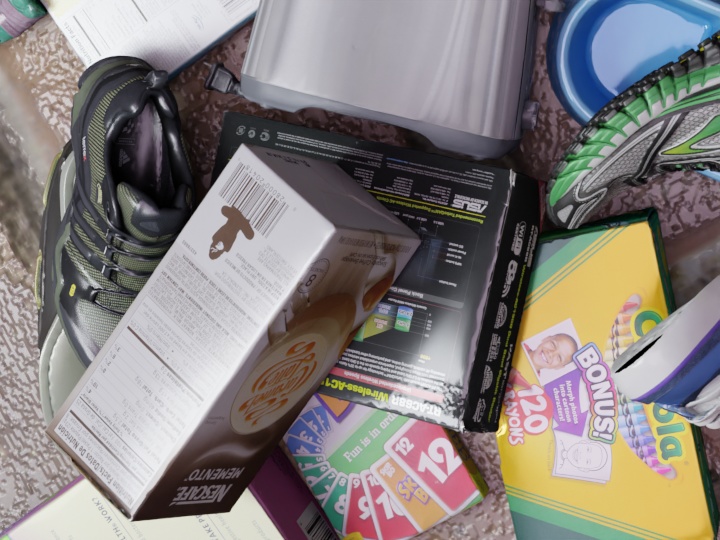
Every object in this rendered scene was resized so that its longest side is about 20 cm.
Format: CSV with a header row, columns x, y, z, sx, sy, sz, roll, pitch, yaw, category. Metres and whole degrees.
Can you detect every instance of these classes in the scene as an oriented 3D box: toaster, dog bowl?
x,y,z,sx,sy,sz,roll,pitch,yaw,category
0.016,-0.147,1.300,0.199,0.114,0.130,14,98,10,toaster
0.202,-0.109,1.301,0.199,0.050,0.112,23,103,5,dog bowl

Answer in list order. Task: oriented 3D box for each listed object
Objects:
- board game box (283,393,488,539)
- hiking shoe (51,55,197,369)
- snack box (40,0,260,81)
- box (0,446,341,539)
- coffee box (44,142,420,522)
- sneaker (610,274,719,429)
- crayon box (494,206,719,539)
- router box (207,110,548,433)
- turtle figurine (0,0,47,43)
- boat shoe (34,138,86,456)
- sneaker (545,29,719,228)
x,y,z,sx,sy,sz,roll,pitch,yaw,category
-0.010,0.074,1.385,0.095,0.030,0.201,-29,90,14,board game box
-0.136,-0.022,1.300,0.075,0.101,0.202,-4,100,-18,hiking shoe
-0.156,-0.211,1.358,0.116,0.037,0.201,-34,92,13,snack box
-0.120,0.197,1.389,0.200,0.097,0.176,-36,91,13,box
-0.070,0.036,1.240,0.080,0.114,0.200,41,105,23,coffee box
0.231,0.073,1.250,0.081,0.200,0.147,-41,83,30,sneaker
0.138,0.073,1.338,0.118,0.058,0.201,-11,96,13,crayon box
0.000,0.000,1.306,0.199,0.062,0.151,14,91,26,router box
-0.294,-0.125,1.368,0.200,0.101,0.150,-43,96,3,turtle figurine
-0.166,0.015,1.388,0.071,0.061,0.203,2,102,-21,boat shoe
0.191,-0.078,1.244,0.199,0.078,0.085,-32,93,13,sneaker
